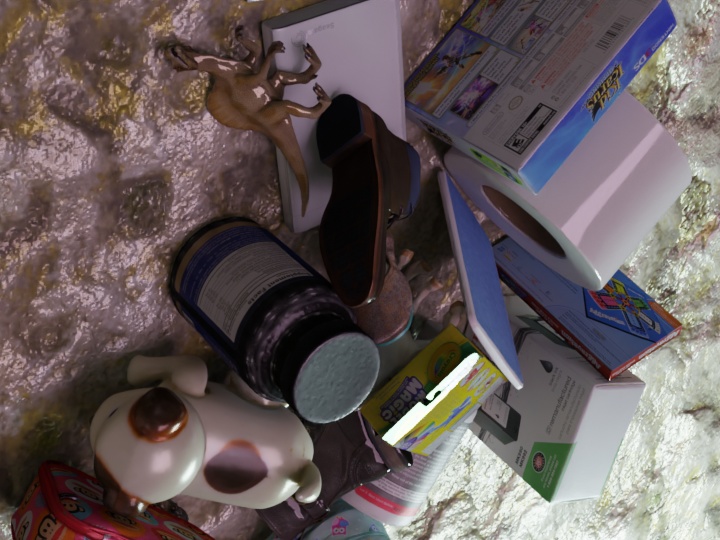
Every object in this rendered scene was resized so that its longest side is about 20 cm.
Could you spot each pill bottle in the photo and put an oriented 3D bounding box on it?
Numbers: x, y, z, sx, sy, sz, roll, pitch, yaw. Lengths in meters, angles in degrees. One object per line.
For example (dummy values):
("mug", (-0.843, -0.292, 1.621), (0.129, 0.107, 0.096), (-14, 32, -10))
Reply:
("pill bottle", (-0.073, 0.043, 1.042), (0.111, 0.200, 0.112), (-20, 128, -28))
("pill bottle", (0.054, 0.158, 1.282), (0.110, 0.111, 0.201), (23, 100, -45))

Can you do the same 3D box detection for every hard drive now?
("hard drive", (-0.018, -0.144, 1.097), (0.131, 0.026, 0.201), (-24, 129, -26))

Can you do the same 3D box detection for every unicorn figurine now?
("unicorn figurine", (0.026, 0.057, 1.141), (0.074, 0.200, 0.137), (42, 96, -15))

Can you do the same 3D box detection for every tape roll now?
("tape roll", (0.199, -0.097, 1.181), (0.139, 0.203, 0.203), (-49, 136, -3))

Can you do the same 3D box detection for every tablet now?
("tablet", (0.116, 0.008, 1.196), (0.014, 0.201, 0.130), (-22, 137, 17))

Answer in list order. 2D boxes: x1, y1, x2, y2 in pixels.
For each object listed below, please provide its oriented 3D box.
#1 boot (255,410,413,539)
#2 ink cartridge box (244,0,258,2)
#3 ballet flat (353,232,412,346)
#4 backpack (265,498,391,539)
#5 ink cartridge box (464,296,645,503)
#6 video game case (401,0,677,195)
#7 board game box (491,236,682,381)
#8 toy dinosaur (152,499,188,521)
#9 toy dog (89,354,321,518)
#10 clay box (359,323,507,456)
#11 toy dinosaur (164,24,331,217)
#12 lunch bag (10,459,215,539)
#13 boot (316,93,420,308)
("boot", (-0.061, 0.163, 1.207), (0.174, 0.069, 0.201), (-29, 95, 10))
("ink cartridge box", (-0.025, -0.304, 0.952), (0.199, 0.084, 0.146), (-18, 126, -30))
("ballet flat", (0.000, 0.000, 1.097), (0.068, 0.200, 0.067), (-35, 113, 8))
("backpack", (-0.049, 0.334, 1.287), (0.200, 0.127, 0.167), (-49, 150, 17))
("ink cartridge box", (0.191, 0.135, 1.319), (0.084, 0.200, 0.147), (1, 115, -36))
("video game case", (0.154, -0.187, 1.102), (0.200, 0.181, 0.045), (-49, 136, -3))
("board game box", (0.230, 0.023, 1.281), (0.103, 0.200, 0.020), (-29, 145, -21))
("toy dinosaur", (-0.200, 0.316, 1.221), (0.088, 0.047, 0.201), (-30, 135, -31))
("toy dog", (-0.149, 0.157, 1.065), (0.200, 0.194, 0.140), (9, 119, -51))
("clay box", (0.069, 0.112, 1.121), (0.115, 0.048, 0.200), (-44, 161, 2))
("toy dinosaur", (-0.076, -0.141, 1.022), (0.101, 0.058, 0.200), (-27, 128, 24))
("lunch bag", (-0.208, 0.248, 1.078), (0.199, 0.176, 0.082), (31, 87, -23))
("boot", (0.020, -0.051, 1.042), (0.075, 0.201, 0.097), (-26, 145, 37))
